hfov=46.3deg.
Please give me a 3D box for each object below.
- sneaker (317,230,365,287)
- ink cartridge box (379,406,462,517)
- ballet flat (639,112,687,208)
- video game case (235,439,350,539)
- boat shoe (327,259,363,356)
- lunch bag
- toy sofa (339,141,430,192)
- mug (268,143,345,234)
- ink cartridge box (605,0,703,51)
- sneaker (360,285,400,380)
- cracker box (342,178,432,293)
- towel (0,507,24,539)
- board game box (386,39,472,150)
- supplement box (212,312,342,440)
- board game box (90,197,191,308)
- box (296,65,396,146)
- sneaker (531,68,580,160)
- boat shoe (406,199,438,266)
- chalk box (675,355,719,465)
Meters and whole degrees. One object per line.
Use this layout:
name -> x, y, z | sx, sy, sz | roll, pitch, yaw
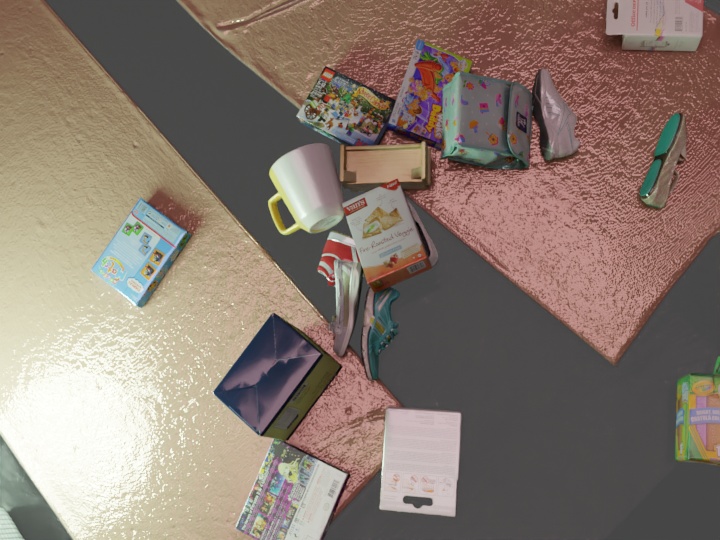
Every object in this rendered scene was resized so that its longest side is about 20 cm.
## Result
sneaker -> 0.000, 0.000, 1.798 | 0.196, 0.071, 0.114 | 21, 78, 23
ink cartridge box -> 0.123, 0.383, 1.699 | 0.157, 0.050, 0.205 | 2, 81, 12
ballet flat -> 0.635, -0.223, 1.736 | 0.061, 0.067, 0.204 | 25, 86, -12
video game case -> -0.139, 0.475, 1.732 | 0.178, 0.036, 0.204 | 21, 82, 15
boat shoe -> -0.037, 0.078, 1.757 | 0.063, 0.075, 0.207 | 10, 109, 5
lunch bag -> 0.277, -0.312, 1.782 | 0.195, 0.122, 0.175 | 7, 78, -14
toy sofa -> 0.054, -0.224, 1.822 | 0.195, 0.098, 0.085 | -1, 82, 12
mug -> -0.107, -0.162, 1.836 | 0.147, 0.187, 0.156 | -18, 75, -23
ink cartridge box -> 0.624, -0.539, 1.800 | 0.195, 0.068, 0.120 | 5, 77, 11
sneaker -> 0.041, 0.129, 1.760 | 0.078, 0.078, 0.205 | 7, 78, 4
cracker box -> 0.053, -0.073, 1.739 | 0.131, 0.058, 0.203 | -23, 60, 8
towel -> -0.782, 0.586, 1.752 | 0.085, 0.200, 0.166 | -40, 72, 0
board game box -> 0.152, -0.386, 1.853 | 0.132, 0.045, 0.204 | 20, 81, -2
supplement box -> -0.162, 0.221, 1.711 | 0.133, 0.200, 0.201 | 37, 86, 17
board game box -> -0.502, -0.041, 1.928 | 0.150, 0.037, 0.202 | 33, 85, 17
box -> -0.029, -0.359, 1.905 | 0.197, 0.038, 0.139 | 28, 84, 16
sneaker -> 0.416, -0.335, 1.802 | 0.078, 0.071, 0.205 | -7, 78, -6
boat shoe -> 0.102, -0.098, 1.803 | 0.073, 0.065, 0.201 | -38, 73, 1
chalk box -> 0.663, 0.258, 1.575 | 0.121, 0.125, 0.205 | 3, 76, 12
